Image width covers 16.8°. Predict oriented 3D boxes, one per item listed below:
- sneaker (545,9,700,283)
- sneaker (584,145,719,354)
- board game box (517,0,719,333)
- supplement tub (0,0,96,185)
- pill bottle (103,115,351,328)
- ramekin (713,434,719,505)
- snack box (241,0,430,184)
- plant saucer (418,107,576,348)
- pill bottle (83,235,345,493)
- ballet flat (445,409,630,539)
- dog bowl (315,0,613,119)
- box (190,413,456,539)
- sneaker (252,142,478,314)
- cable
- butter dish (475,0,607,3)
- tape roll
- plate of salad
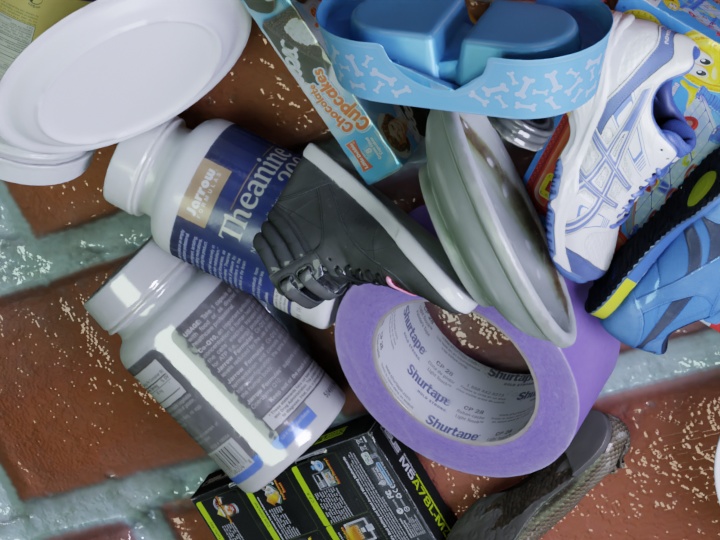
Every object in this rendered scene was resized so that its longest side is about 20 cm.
[{"bbox_3d":[0.181,-0.075,1.659,0.088,0.075,0.201,14,122,16],"label":"sneaker"},{"bbox_3d":[0.241,-0.017,1.675,0.078,0.066,0.200,33,126,-10],"label":"sneaker"},{"bbox_3d":[0.234,-0.081,1.711,0.195,0.056,0.201,31,124,6],"label":"board game box"},{"bbox_3d":[-0.235,-0.180,1.813,0.145,0.145,0.201,26,124,9],"label":"supplement tub"},{"bbox_3d":[-0.089,-0.047,1.838,0.199,0.111,0.111,26,124,9],"label":"pill bottle"},{"bbox_3d":[0.362,0.132,1.738,0.199,0.105,0.201,11,120,19],"label":"ramekin"},{"bbox_3d":[-0.018,-0.171,1.739,0.037,0.116,0.201,-28,103,32],"label":"snack box"},{"bbox_3d":[0.084,-0.032,1.647,0.050,0.200,0.201,-25,105,12],"label":"plant saucer"},{"bbox_3d":[-0.117,0.066,1.910,0.200,0.114,0.114,47,124,-5],"label":"pill bottle"},{"bbox_3d":[0.137,0.182,1.885,0.046,0.068,0.200,26,119,-37],"label":"ballet flat"},{"bbox_3d":[0.068,-0.146,1.594,0.199,0.112,0.050,9,123,20],"label":"dog bowl"},{"bbox_3d":[-0.011,0.230,1.992,0.192,0.048,0.201,-23,106,34],"label":"box"},{"bbox_3d":[0.000,0.000,1.709,0.099,0.071,0.200,-53,50,6],"label":"sneaker"},{"bbox_3d":[0.107,-0.121,1.668,0.097,0.201,0.050,31,117,-24],"label":"cable"},{"bbox_3d":[0.068,-0.276,1.638,0.199,0.149,0.199,8,163,22],"label":"butter dish"},{"bbox_3d":[0.087,0.051,1.805,0.199,0.085,0.201,19,135,19],"label":"tape roll"},{"bbox_3d":[-0.172,-0.150,1.723,0.200,0.199,0.048,-45,61,34],"label":"plate of salad"}]
